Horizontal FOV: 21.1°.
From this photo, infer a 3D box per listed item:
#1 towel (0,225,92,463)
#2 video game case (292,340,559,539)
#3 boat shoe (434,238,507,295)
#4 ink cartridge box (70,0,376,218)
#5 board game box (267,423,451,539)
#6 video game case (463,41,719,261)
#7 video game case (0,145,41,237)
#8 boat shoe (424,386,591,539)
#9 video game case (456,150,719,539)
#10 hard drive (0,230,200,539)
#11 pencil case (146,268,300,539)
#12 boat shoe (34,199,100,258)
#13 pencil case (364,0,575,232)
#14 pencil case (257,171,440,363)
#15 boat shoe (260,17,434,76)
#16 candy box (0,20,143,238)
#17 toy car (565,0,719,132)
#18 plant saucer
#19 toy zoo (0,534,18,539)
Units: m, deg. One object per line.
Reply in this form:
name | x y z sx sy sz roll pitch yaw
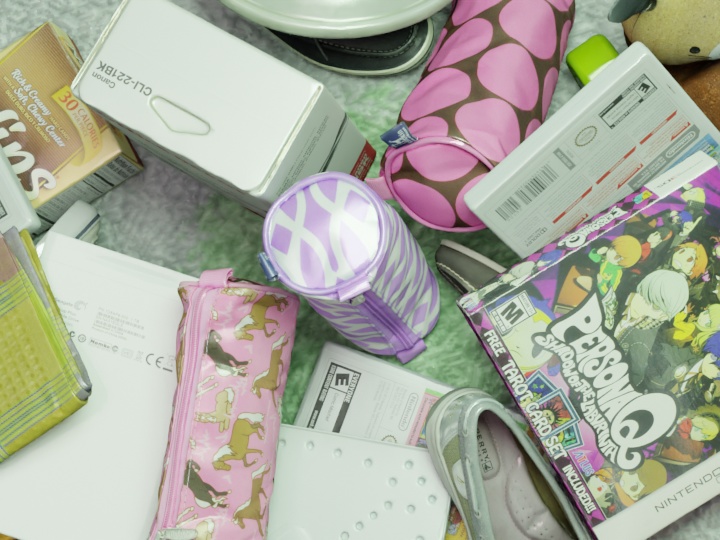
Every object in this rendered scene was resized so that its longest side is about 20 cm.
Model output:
towel | -0.275 0.077 1.287 0.200 0.023 0.144 -36 66 13
video game case | 0.025 0.170 1.302 0.182 0.022 0.200 20 85 13
boat shoe | 0.122 0.054 1.279 0.200 0.067 0.057 35 85 10
ink cartridge box | -0.084 -0.096 1.270 0.144 0.200 0.084 29 88 13
board game box | -0.047 0.205 1.284 0.200 0.026 0.200 8 82 14
video game case | 0.174 -0.037 1.222 0.143 0.200 0.018 -42 40 9
video game case | -0.342 -0.068 1.350 0.182 0.023 0.200 -31 75 6
boat shoe | 0.107 0.169 1.239 0.074 0.065 0.202 -26 99 -14
video game case | 0.184 0.055 1.214 0.181 0.036 0.200 -31 109 -2
hard drive | -0.177 0.089 1.294 0.132 0.027 0.200 18 84 1
pencil case | -0.090 0.101 1.247 0.083 0.087 0.200 9 85 -7
boat shoe | -0.227 0.048 1.343 0.070 0.071 0.200 33 78 -5
pencil case | 0.075 -0.118 1.264 0.094 0.091 0.200 -10 37 34
pencil case | 0.000 0.000 1.243 0.084 0.200 0.086 -37 73 4
boat shoe | -0.042 -0.194 1.348 0.200 0.062 0.075 28 86 12
candy box | -0.269 -0.073 1.375 0.200 0.055 0.116 -32 76 6
toy car | 0.219 -0.155 1.217 0.164 0.200 0.158 -35 69 4
plant saucer | -0.018 -0.239 1.304 0.200 0.050 0.200 0 49 0
toy zoo | -0.263 0.186 1.354 0.200 0.020 0.131 -19 78 7
